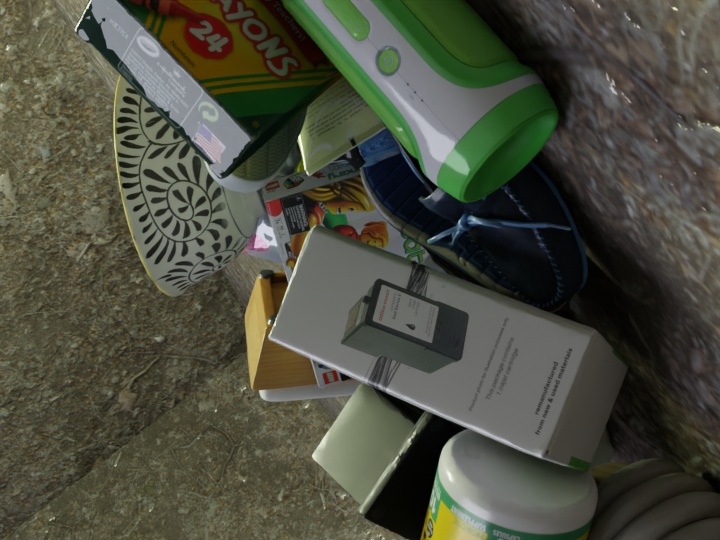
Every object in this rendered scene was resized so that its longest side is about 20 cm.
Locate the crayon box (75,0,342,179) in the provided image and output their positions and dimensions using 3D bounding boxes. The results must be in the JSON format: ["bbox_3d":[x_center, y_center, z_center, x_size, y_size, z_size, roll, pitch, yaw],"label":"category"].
[{"bbox_3d":[-0.064,-0.164,0.718,0.127,0.200,0.051,45,139,-4],"label":"crayon box"}]

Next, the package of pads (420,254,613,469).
[{"bbox_3d":[0.126,0.078,0.951,0.154,0.068,0.201,43,166,41],"label":"package of pads"}]

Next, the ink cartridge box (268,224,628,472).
[{"bbox_3d":[0.061,0.053,0.754,0.198,0.085,0.145,21,176,25],"label":"ink cartridge box"}]

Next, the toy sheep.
[{"bbox_3d":[0.216,0.210,0.797,0.200,0.137,0.138,50,171,45],"label":"toy sheep"}]

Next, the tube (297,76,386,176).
[{"bbox_3d":[-0.037,-0.154,0.817,0.058,0.051,0.201,-61,41,38],"label":"tube"}]

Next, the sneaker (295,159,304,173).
[{"bbox_3d":[-0.110,-0.170,1.206,0.202,0.074,0.083,66,165,-15],"label":"sneaker"}]

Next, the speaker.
[{"bbox_3d":[0.022,-0.136,0.651,0.200,0.088,0.089,51,170,16],"label":"speaker"}]

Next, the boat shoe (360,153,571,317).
[{"bbox_3d":[0.073,-0.025,0.827,0.200,0.072,0.073,45,171,36],"label":"boat shoe"}]

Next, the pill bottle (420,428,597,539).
[{"bbox_3d":[0.091,0.223,0.807,0.113,0.112,0.202,41,126,51],"label":"pill bottle"}]

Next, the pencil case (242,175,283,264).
[{"bbox_3d":[-0.055,-0.045,1.081,0.198,0.084,0.091,16,144,12],"label":"pencil case"}]

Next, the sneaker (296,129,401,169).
[{"bbox_3d":[-0.022,-0.128,0.864,0.079,0.090,0.200,58,170,-28],"label":"sneaker"}]

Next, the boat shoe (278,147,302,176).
[{"bbox_3d":[-0.071,-0.153,1.055,0.074,0.087,0.202,29,166,-1],"label":"boat shoe"}]

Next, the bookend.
[{"bbox_3d":[0.036,0.141,0.933,0.198,0.093,0.200,35,180,-40],"label":"bookend"}]

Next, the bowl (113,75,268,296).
[{"bbox_3d":[-0.127,-0.084,0.959,0.201,0.093,0.203,-7,-90,-83],"label":"bowl"}]

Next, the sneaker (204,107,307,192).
[{"bbox_3d":[-0.078,-0.131,0.771,0.072,0.202,0.071,18,146,-24],"label":"sneaker"}]

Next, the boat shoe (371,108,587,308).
[{"bbox_3d":[0.060,-0.054,0.719,0.201,0.068,0.084,51,139,8],"label":"boat shoe"}]

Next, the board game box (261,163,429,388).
[{"bbox_3d":[0.000,0.000,0.977,0.035,0.125,0.202,-110,4,-56],"label":"board game box"}]

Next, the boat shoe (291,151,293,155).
[{"bbox_3d":[-0.111,-0.166,0.872,0.070,0.071,0.202,45,-158,-75],"label":"boat shoe"}]

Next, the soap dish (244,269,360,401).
[{"bbox_3d":[-0.013,0.053,1.113,0.158,0.198,0.082,-109,14,-66],"label":"soap dish"}]
